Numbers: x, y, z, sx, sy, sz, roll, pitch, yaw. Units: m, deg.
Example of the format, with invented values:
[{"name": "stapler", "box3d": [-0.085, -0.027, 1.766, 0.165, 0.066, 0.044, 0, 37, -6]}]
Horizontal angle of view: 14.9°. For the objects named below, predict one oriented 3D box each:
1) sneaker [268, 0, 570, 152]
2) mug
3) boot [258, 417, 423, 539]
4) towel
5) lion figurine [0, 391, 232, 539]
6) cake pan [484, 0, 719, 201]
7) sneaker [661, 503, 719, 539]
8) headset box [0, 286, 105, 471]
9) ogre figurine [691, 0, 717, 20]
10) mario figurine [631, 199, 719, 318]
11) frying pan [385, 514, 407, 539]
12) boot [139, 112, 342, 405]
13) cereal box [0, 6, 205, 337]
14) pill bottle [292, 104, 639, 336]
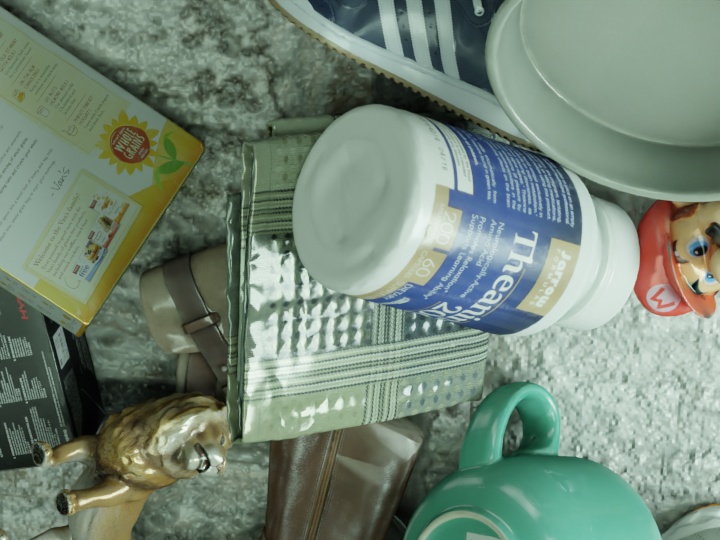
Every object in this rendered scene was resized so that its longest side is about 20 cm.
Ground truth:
[{"name": "sneaker", "box3d": [0.048, -0.162, 1.646, 0.200, 0.070, 0.109, 28, 105, 3]}, {"name": "mug", "box3d": [0.090, 0.180, 1.719, 0.152, 0.114, 0.185, -49, 59, 27]}, {"name": "boot", "box3d": [-0.065, 0.153, 1.756, 0.186, 0.064, 0.200, 11, 120, 1]}, {"name": "towel", "box3d": [0.000, 0.000, 1.665, 0.035, 0.200, 0.193, 21, 113, 49]}, {"name": "lion figurine", "box3d": [-0.162, 0.153, 1.748, 0.072, 0.122, 0.200, 57, 133, 24]}, {"name": "cake pan", "box3d": [0.171, -0.117, 1.553, 0.200, 0.037, 0.200, 12, 144, 9]}, {"name": "sneaker", "box3d": [0.172, 0.227, 1.764, 0.200, 0.092, 0.076, -38, 102, 20]}, {"name": "headset box", "box3d": [-0.282, 0.056, 1.775, 0.200, 0.077, 0.149, -9, 109, 13]}, {"name": "ogre figurine", "box3d": [0.224, -0.195, 1.578, 0.098, 0.120, 0.200, -23, 105, 16]}, {"name": "mario figurine", "box3d": [0.254, -0.028, 1.642, 0.200, 0.106, 0.123, -30, 73, 11]}, {"name": "frying pan", "box3d": [-0.026, 0.216, 1.822, 0.115, 0.031, 0.190, 35, 123, 1]}, {"name": "boot", "box3d": [-0.066, 0.003, 1.727, 0.146, 0.070, 0.200, -4, 110, 12]}, {"name": "cereal box", "box3d": [-0.216, -0.073, 1.692, 0.200, 0.040, 0.144, 34, 70, -4]}, {"name": "pill bottle", "box3d": [0.067, -0.022, 1.615, 0.200, 0.111, 0.111, 15, 119, -40]}]
